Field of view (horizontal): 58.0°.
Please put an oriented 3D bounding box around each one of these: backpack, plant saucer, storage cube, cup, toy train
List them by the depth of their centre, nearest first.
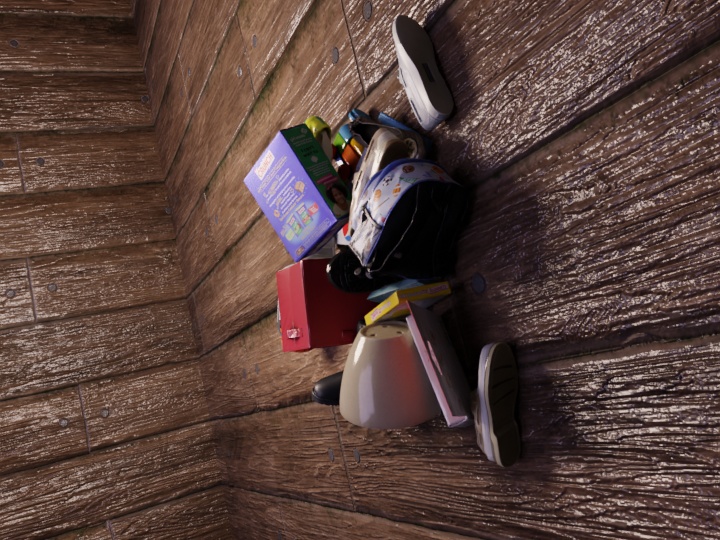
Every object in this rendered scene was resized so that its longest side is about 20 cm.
[{"bbox_3d":[0.084,-0.090,1.086,0.155,0.197,0.192,57,131,35],"label":"backpack"},{"bbox_3d":[0.053,0.176,1.181,0.199,0.197,0.146,19,118,59],"label":"cup"},{"bbox_3d":[0.085,0.040,1.233,0.199,0.069,0.019,-22,57,62],"label":"plant saucer"},{"bbox_3d":[0.011,-0.224,1.292,0.201,0.083,0.117,57,131,38],"label":"toy train"},{"bbox_3d":[-0.073,0.075,1.410,0.170,0.196,0.184,-20,75,62],"label":"storage cube"}]

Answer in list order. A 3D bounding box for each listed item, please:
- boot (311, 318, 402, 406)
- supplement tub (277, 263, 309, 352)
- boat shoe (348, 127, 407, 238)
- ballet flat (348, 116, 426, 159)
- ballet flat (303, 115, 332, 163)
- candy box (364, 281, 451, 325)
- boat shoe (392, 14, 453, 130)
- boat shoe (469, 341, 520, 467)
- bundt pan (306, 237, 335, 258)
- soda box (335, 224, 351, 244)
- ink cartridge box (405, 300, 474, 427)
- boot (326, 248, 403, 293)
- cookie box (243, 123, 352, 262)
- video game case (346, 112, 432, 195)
[{"bbox_3d":[-0.003,0.179,1.314,0.077,0.196,0.172,-110,18,-68],"label":"boot"},{"bbox_3d":[-0.149,0.096,1.637,0.122,0.120,0.204,43,135,49],"label":"supplement tub"},{"bbox_3d":[0.020,-0.151,1.151,0.065,0.071,0.203,49,129,40],"label":"boat shoe"},{"bbox_3d":[0.042,-0.237,1.172,0.199,0.046,0.068,36,109,42],"label":"ballet flat"},{"bbox_3d":[-0.080,-0.204,1.296,0.066,0.066,0.204,26,128,40],"label":"ballet flat"},{"bbox_3d":[0.081,0.063,1.174,0.200,0.100,0.027,134,121,-68],"label":"candy box"},{"bbox_3d":[0.092,-0.333,1.101,0.071,0.069,0.204,-40,65,55],"label":"boat shoe"},{"bbox_3d":[0.207,0.210,1.036,0.068,0.074,0.205,10,108,55],"label":"boat shoe"},{"bbox_3d":[-0.102,-0.112,1.461,0.202,0.074,0.207,174,90,-84],"label":"bundt pan"},{"bbox_3d":[0.016,-0.086,1.323,0.199,0.067,0.065,10,106,62],"label":"soda box"},{"bbox_3d":[0.128,0.160,1.089,0.043,0.173,0.203,-28,67,19],"label":"ink cartridge box"},{"bbox_3d":[0.001,0.003,1.233,0.157,0.208,0.081,-10,87,57],"label":"boot"},{"bbox_3d":[-0.117,-0.148,1.258,0.202,0.075,0.171,57,136,5],"label":"cookie box"},{"bbox_3d":[0.041,-0.174,1.207,0.143,0.018,0.203,40,111,42],"label":"video game case"}]
